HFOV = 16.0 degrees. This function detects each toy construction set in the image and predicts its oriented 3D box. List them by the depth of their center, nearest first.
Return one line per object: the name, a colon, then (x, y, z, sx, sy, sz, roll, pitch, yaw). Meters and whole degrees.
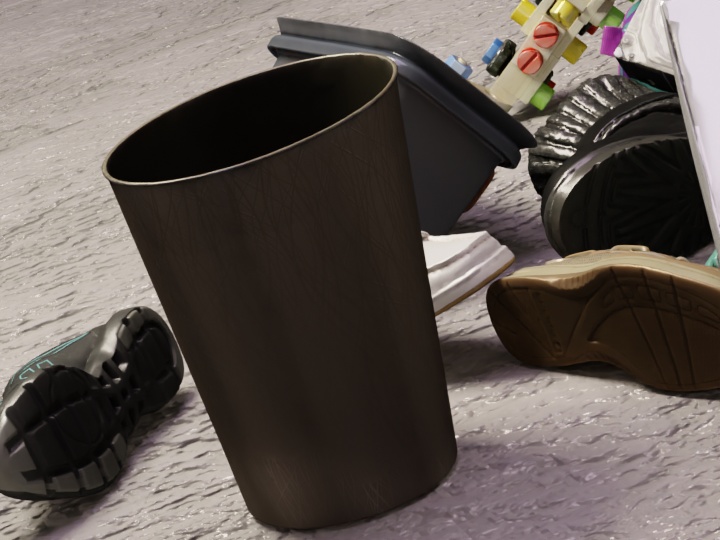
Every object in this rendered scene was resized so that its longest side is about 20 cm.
toy construction set: (0.124, -0.166, 1.813, 0.200, 0.092, 0.131, -39, 6, 15)

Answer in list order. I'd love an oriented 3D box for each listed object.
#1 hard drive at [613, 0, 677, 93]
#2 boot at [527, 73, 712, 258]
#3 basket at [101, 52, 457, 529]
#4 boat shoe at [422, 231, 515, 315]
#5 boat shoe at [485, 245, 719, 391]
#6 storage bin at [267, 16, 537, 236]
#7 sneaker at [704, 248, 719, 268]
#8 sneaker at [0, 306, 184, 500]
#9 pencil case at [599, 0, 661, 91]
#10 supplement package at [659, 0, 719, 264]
hard drive: (0.274, -0.156, 1.588, 0.200, 0.038, 0.140, 24, 79, 31)
boot: (0.148, -0.060, 1.540, 0.211, 0.080, 0.158, -16, 21, -39)
basket: (-0.028, 0.015, 1.274, 0.136, 0.200, 0.180, -3, 22, 31)
boat shoe: (0.000, 0.000, 1.444, 0.200, 0.069, 0.071, -16, 11, 45)
boat shoe: (0.150, 0.015, 1.335, 0.064, 0.071, 0.200, -28, 21, -32)
storage bin: (-0.001, -0.060, 1.597, 0.134, 0.146, 0.200, -58, 29, -7)
sneaker: (0.235, 0.000, 1.356, 0.074, 0.088, 0.200, -53, -5, 8)
sneaker: (-0.167, 0.084, 1.421, 0.079, 0.075, 0.200, -23, 7, 25)
pencil case: (0.261, -0.143, 1.690, 0.092, 0.085, 0.200, 4, 1, -41)
supplement package: (0.239, -0.037, 1.189, 0.156, 0.111, 0.200, -14, 60, 8)
